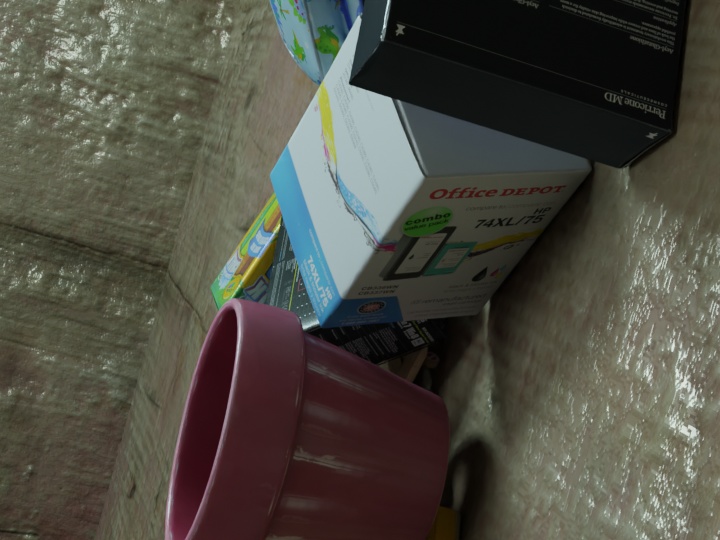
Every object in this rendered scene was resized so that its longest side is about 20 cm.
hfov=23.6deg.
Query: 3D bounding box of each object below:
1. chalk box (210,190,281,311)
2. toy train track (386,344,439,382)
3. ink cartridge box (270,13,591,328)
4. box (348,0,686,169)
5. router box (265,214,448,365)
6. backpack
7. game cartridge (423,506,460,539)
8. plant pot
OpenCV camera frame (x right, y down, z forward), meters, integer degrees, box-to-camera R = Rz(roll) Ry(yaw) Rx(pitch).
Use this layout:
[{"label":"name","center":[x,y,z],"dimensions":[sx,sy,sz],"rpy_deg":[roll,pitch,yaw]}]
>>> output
[{"label":"chalk box","center":[-0.065,0.017,1.673],"dimensions":[0.201,0.123,0.125],"rpy_deg":[-55,15,3]},{"label":"toy train track","center":[0.049,0.123,1.410],"dimensions":[0.201,0.032,0.115],"rpy_deg":[-98,29,-54]},{"label":"ink cartridge box","center":[0.046,-0.074,1.283],"dimensions":[0.200,0.145,0.147],"rpy_deg":[-56,46,50]},{"label":"box","center":[0.105,-0.166,1.117],"dimensions":[0.079,0.198,0.143],"rpy_deg":[135,148,-64]},{"label":"router box","center":[0.000,0.000,1.467],"dimensions":[0.149,0.062,0.201],"rpy_deg":[-22,33,21]},{"label":"backpack","center":[-0.005,-0.245,1.368],"dimensions":[0.200,0.145,0.185],"rpy_deg":[-121,16,-70]},{"label":"game cartridge","center":[0.027,0.304,1.305],"dimensions":[0.177,0.032,0.202],"rpy_deg":[122,160,-52]},{"label":"plant pot","center":[-0.037,0.136,1.295],"dimensions":[0.200,0.177,0.202],"rpy_deg":[-167,90,-77]}]
